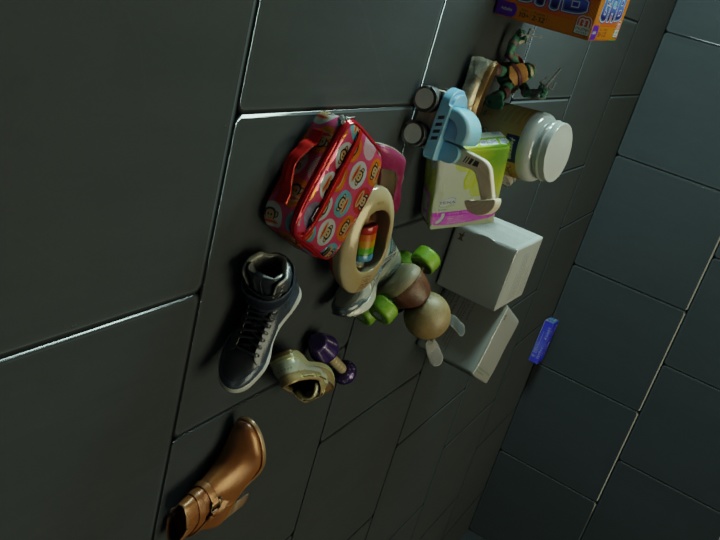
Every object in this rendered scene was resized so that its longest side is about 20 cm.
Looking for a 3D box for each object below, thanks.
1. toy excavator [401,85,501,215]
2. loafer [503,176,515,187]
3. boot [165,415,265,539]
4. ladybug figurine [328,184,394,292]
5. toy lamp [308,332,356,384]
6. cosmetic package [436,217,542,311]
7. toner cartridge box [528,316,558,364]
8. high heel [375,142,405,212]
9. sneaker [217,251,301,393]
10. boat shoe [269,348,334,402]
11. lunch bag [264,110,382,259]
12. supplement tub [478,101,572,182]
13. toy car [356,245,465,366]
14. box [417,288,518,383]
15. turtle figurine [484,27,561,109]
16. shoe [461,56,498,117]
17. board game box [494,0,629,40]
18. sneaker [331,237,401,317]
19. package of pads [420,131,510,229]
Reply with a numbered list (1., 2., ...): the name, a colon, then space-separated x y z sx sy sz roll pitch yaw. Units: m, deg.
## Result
1. toy excavator: 0.178 -0.216 1.358 0.100 0.200 0.195 -13 125 -60
2. loafer: 0.307 -0.242 1.778 0.063 0.072 0.200 -46 149 1
3. boot: -0.235 0.343 1.230 0.155 0.074 0.200 -17 126 -54
4. ladybug figurine: -0.006 -0.056 1.291 0.136 0.072 0.200 -17 126 -50
5. toy lamp: -0.055 0.165 1.441 0.058 0.058 0.200 -58 158 -14
6. cosmetic package: 0.321 -0.025 1.879 0.200 0.167 0.167 -19 131 -57
7. toner cartridge box: 0.806 0.307 3.348 0.095 0.043 0.200 -13 125 -62
8. high heel: 0.034 -0.147 1.301 0.200 0.067 0.096 65 43 -76
9. sneaker: -0.154 0.067 1.095 0.146 0.077 0.202 91 22 -64
10. boat shoe: -0.098 0.197 1.340 0.074 0.066 0.200 -27 152 15
11. lunch bag: -0.058 -0.130 1.122 0.200 0.082 0.176 -63 152 -7
12. supplement tub: 0.321 -0.268 1.579 0.144 0.200 0.145 -32 133 -41
13. toy car: 0.115 0.082 1.484 0.164 0.200 0.158 -48 -166 -20
14. box: 0.283 0.160 1.979 0.200 0.171 0.199 -62 156 -5
15. turtle figurine: 0.325 -0.407 1.577 0.200 0.150 0.101 -30 177 -34
16. shoe: 0.212 -0.327 1.511 0.200 0.053 0.070 -69 170 24
17. board game box: 0.413 -0.574 1.486 0.200 0.200 0.200 -25 135 -54
18. sneaker: 0.000 0.000 1.389 0.200 0.078 0.086 -55 143 -36
19. package of pads: 0.203 -0.180 1.526 0.154 0.068 0.200 -6 131 -13
